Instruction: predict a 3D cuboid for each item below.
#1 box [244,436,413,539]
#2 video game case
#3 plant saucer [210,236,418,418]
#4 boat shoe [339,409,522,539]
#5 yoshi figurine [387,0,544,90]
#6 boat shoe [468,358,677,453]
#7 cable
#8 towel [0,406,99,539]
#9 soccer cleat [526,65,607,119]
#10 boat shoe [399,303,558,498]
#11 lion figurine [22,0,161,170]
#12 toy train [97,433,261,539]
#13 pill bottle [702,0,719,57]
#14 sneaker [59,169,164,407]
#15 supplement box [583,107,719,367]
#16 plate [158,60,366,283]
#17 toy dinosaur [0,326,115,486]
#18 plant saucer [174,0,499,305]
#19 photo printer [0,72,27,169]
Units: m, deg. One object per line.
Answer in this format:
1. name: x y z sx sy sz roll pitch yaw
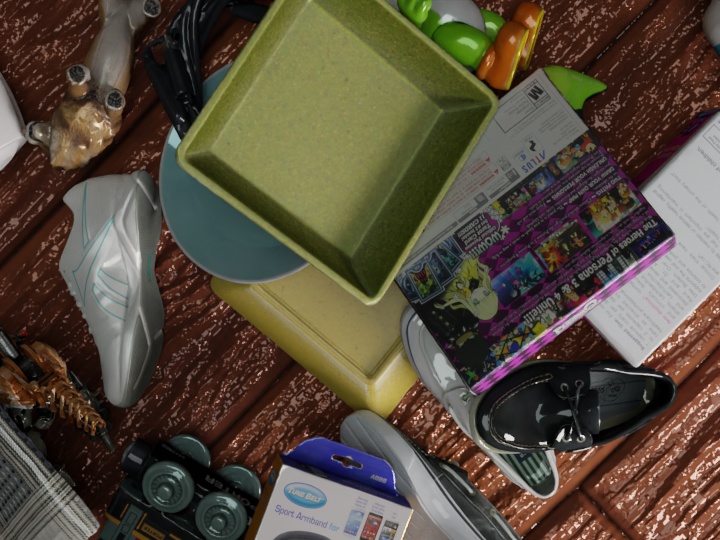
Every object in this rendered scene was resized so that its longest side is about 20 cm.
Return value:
1. box: -0.039 0.242 1.048 0.118 0.041 0.203 20 95 -12
2. video game case: 0.118 -0.033 1.024 0.199 0.036 0.182 -38 68 5
3. plant saucer: 0.000 0.000 1.104 0.199 0.048 0.201 39 94 -1
4. boat shoe: 0.063 0.196 1.104 0.200 0.071 0.072 50 134 10
5. yoshi figurine: 0.051 -0.229 1.062 0.198 0.113 0.113 20 74 12
6. boat shoe: 0.180 0.111 1.045 0.197 0.066 0.076 0 90 -34
7. cable: -0.085 -0.152 1.065 0.162 0.051 0.202 -32 73 8
8. towel: -0.318 0.177 1.074 0.193 0.200 0.035 49 49 -1
9. soccer cleat: 0.165 -0.071 1.082 0.080 0.068 0.203 9 88 -5
10. boat shoe: 0.109 0.105 1.074 0.073 0.067 0.200 -41 107 0
11. lion figurine: -0.213 -0.182 1.085 0.072 0.122 0.202 27 78 -11
12. toy train: -0.130 0.227 1.110 0.198 0.085 0.115 32 107 -3
13. pill bottle: 0.355 -0.185 1.048 0.110 0.111 0.201 -36 92 4
14. sneaker: -0.215 0.016 1.109 0.079 0.070 0.204 -1 87 11
15. supplement box: 0.258 -0.029 1.066 0.103 0.101 0.200 43 94 -1
16. plate: -0.080 -0.086 1.087 0.197 0.026 0.203 -5 77 20
17. toy dinosaur: -0.273 0.106 1.064 0.101 0.200 0.137 -27 119 -10
18. plant saucer: -0.020 -0.110 0.999 0.199 0.048 0.201 36 79 -20
19. photo printer: -0.397 -0.123 1.100 0.199 0.069 0.167 -38 91 3
